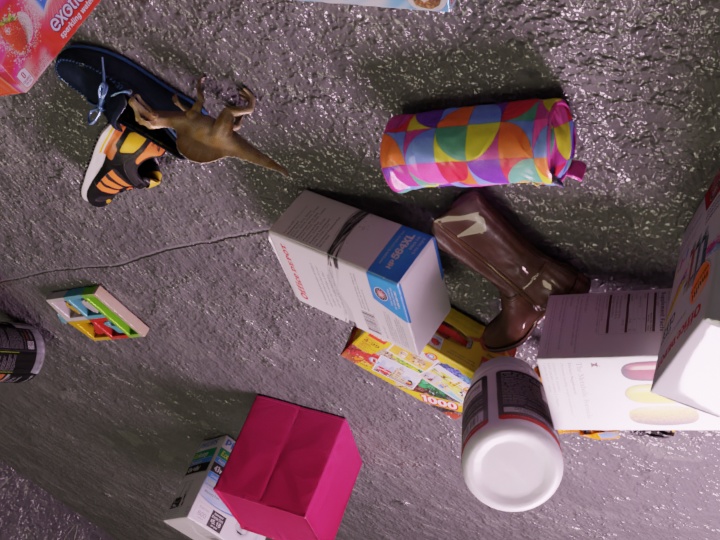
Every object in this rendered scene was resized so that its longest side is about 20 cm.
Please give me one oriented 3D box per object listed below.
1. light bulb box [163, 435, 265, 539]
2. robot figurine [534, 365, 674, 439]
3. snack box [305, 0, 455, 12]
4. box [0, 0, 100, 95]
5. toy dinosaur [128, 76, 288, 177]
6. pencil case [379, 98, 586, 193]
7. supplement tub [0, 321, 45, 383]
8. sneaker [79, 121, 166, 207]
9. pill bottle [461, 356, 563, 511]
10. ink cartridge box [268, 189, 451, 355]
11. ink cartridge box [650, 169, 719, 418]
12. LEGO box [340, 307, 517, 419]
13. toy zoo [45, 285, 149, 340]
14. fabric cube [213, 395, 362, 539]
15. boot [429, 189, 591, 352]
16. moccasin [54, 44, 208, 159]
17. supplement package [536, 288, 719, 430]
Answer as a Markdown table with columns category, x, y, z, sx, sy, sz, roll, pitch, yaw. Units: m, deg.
| category | x | y | z | sx | sy | sz | roll | pitch | yaw |
| --- | --- | --- | --- | --- | --- | --- | --- | --- | --- |
| light bulb box | -0.292 | 0.506 | 1.946 | 0.198 | 0.201 | 0.124 | 39 | 144 | -22 |
| robot figurine | 0.316 | 0.152 | 1.106 | 0.199 | 0.058 | 0.146 | -19 | 95 | 51 |
| snack box | -0.016 | -0.289 | 0.762 | 0.198 | 0.037 | 0.117 | 11 | 146 | 21 |
| box | -0.326 | -0.269 | 0.845 | 0.095 | 0.201 | 0.100 | 1 | 142 | 34 |
| toy dinosaur | -0.157 | -0.156 | 0.989 | 0.198 | 0.102 | 0.058 | 23 | 148 | 4 |
| pencil case | 0.117 | -0.120 | 0.877 | 0.198 | 0.089 | 0.089 | 4 | 143 | 33 |
| supplement tub | -0.739 | 0.161 | 1.750 | 0.121 | 0.124 | 0.200 | 8 | 176 | 25 |
| sneaker | -0.310 | -0.127 | 1.163 | 0.089 | 0.070 | 0.200 | 32 | 145 | -7 |
| pill bottle | 0.180 | 0.188 | 1.066 | 0.114 | 0.200 | 0.117 | 2 | 110 | 7 |
| ink cartridge box | 0.000 | 0.000 | 1.088 | 0.199 | 0.085 | 0.147 | 24 | 151 | 30 |
| ink cartridge box | 0.369 | 0.024 | 0.802 | 0.143 | 0.201 | 0.146 | 18 | 147 | 9 |
| LEGO box | 0.093 | 0.112 | 1.231 | 0.199 | 0.078 | 0.149 | 29 | 148 | -8 |
| toy zoo | -0.500 | 0.083 | 1.642 | 0.198 | 0.021 | 0.131 | -8 | 136 | 41 |
| fabric cube | -0.131 | 0.389 | 1.670 | 0.198 | 0.201 | 0.197 | 12 | 147 | 20 |
| boot | 0.143 | 0.003 | 1.051 | 0.199 | 0.065 | 0.186 | 32 | 134 | -17 |
| moccasin | -0.273 | -0.199 | 1.036 | 0.198 | 0.069 | 0.081 | 25 | 148 | 1 |
| supplement package | 0.306 | 0.097 | 0.959 | 0.198 | 0.110 | 0.115 | -5 | 125 | 25 |
